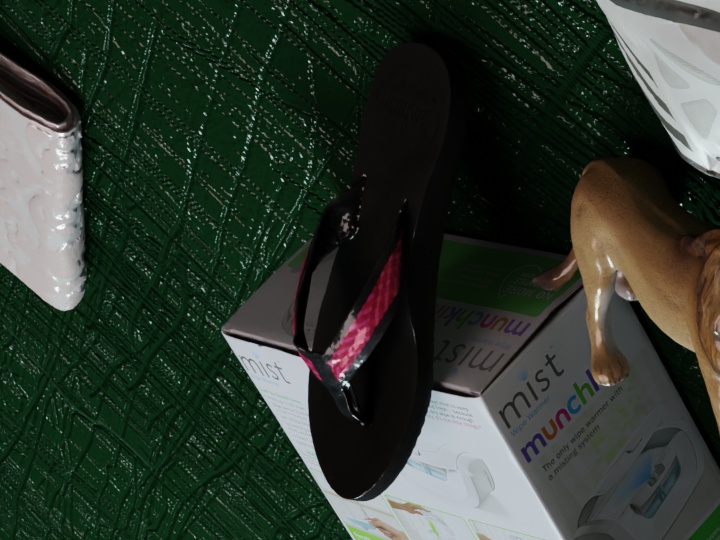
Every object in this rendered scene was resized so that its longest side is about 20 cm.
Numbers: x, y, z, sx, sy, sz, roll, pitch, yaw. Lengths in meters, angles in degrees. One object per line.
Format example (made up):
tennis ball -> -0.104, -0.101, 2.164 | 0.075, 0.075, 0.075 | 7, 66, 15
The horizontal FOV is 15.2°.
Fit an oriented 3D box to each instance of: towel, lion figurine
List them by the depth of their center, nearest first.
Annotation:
lion figurine -> 0.128, 0.001, 1.057 | 0.200, 0.072, 0.123 | 29, 145, 42
towel -> -0.230, -0.084, 1.558 | 0.191, 0.032, 0.200 | 39, 155, 17

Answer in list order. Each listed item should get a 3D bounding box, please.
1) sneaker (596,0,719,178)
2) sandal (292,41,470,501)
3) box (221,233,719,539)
sneaker -> 0.157, -0.069, 0.914 | 0.200, 0.076, 0.115 | 36, 165, 40
sandal -> 0.000, 0.000, 1.153 | 0.075, 0.045, 0.200 | 23, 108, 48
box -> 0.056, 0.078, 1.264 | 0.200, 0.097, 0.177 | 11, 139, 53
